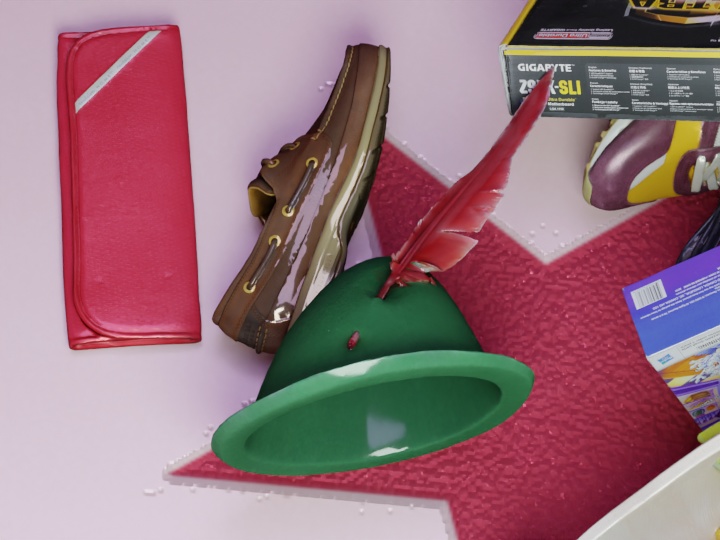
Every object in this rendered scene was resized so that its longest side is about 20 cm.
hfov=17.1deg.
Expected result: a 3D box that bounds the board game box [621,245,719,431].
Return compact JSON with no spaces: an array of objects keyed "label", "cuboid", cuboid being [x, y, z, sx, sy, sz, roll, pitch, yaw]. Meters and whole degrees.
[{"label":"board game box","cuboid":[0.254,0.015,1.265,0.199,0.134,0.045,-25,57,13]}]

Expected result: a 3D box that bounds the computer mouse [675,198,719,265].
[{"label":"computer mouse","cuboid":[0.288,-0.009,1.349,0.199,0.053,0.139,24,104,3]}]

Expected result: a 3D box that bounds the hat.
[{"label":"hat","cuboid":[0.000,0.000,1.281,0.199,0.166,0.177,2,65,-36]}]

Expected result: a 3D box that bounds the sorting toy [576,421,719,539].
[{"label":"sorting toy","cuboid":[0.199,0.155,1.237,0.179,0.107,0.201,-27,110,-8]}]

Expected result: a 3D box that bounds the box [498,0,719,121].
[{"label":"box","cuboid":[0.196,-0.140,1.351,0.199,0.050,0.160,3,31,22]}]

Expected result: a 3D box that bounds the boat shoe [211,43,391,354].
[{"label":"boat shoe","cuboid":[-0.030,-0.045,1.354,0.067,0.072,0.201,16,68,2]}]

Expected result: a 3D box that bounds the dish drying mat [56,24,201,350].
[{"label":"dish drying mat","cuboid":[-0.135,-0.051,1.380,0.076,0.018,0.201,-3,65,-5]}]

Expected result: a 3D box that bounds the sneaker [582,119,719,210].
[{"label":"sneaker","cuboid":[0.224,-0.074,1.379,0.199,0.075,0.090,-29,65,-14]}]
